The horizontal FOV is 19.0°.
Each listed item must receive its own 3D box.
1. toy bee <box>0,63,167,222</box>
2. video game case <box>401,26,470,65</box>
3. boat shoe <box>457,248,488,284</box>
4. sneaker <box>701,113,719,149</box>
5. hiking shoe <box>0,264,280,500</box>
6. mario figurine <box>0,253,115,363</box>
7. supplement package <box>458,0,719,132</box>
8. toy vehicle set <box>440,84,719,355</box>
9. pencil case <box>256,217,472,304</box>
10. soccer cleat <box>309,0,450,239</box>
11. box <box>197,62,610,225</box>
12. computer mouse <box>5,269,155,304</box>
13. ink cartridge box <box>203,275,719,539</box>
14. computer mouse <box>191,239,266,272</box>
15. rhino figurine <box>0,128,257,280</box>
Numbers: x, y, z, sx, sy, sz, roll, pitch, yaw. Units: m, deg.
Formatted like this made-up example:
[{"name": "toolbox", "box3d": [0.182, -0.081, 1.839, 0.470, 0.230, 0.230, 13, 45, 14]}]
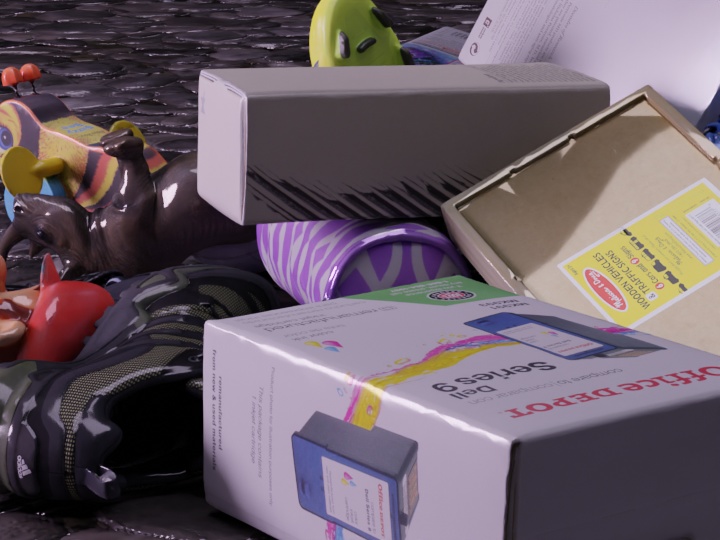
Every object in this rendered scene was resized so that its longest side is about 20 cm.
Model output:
[{"name": "toy bee", "box3d": [-0.207, -0.077, 1.413, 0.200, 0.109, 0.131, 3, 16, 12]}, {"name": "video game case", "box3d": [0.102, -0.105, 1.396, 0.200, 0.024, 0.182, 22, 25, 21]}, {"name": "boat shoe", "box3d": [0.090, 0.022, 1.101, 0.068, 0.072, 0.200, -35, 22, -21]}, {"name": "sneaker", "box3d": [0.200, -0.061, 1.109, 0.200, 0.077, 0.076, -16, 7, -21]}, {"name": "hiking shoe", "box3d": [-0.083, 0.058, 0.968, 0.101, 0.076, 0.200, 16, 30, 29]}, {"name": "mario figurine", "box3d": [-0.214, 0.026, 1.006, 0.200, 0.106, 0.123, -6, 12, -14]}, {"name": "supplement package", "box3d": [0.193, -0.127, 1.247, 0.151, 0.152, 0.200, 14, 22, -39]}, {"name": "toy vehicle set", "box3d": [0.139, 0.002, 0.999, 0.124, 0.027, 0.200, -30, 46, -9]}, {"name": "pencil case", "box3d": [0.000, 0.000, 1.145, 0.084, 0.086, 0.200, -10, 17, -10]}, {"name": "soccer cleat", "box3d": [-0.003, -0.078, 1.263, 0.084, 0.200, 0.065, 16, 50, 38]}, {"name": "box", "box3d": [0.022, -0.067, 1.099, 0.200, 0.068, 0.082, -3, 15, -19]}, {"name": "computer mouse", "box3d": [-0.141, 0.022, 1.137, 0.140, 0.046, 0.200, -9, 17, -35]}, {"name": "ink cartridge box", "box3d": [0.049, 0.069, 0.866, 0.145, 0.088, 0.200, -10, 19, -35]}, {"name": "computer mouse", "box3d": [-0.048, -0.047, 1.355, 0.110, 0.044, 0.200, 5, 34, 27]}, {"name": "rhino figurine", "box3d": [-0.123, -0.040, 1.256, 0.200, 0.087, 0.060, -21, 13, 11]}]
